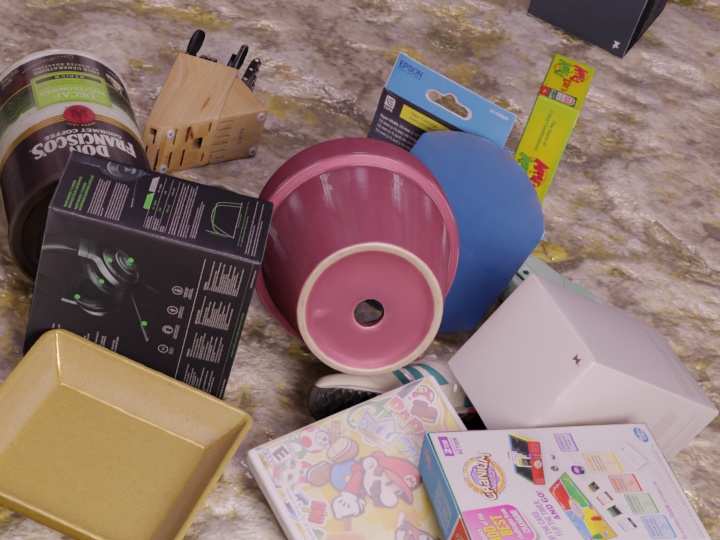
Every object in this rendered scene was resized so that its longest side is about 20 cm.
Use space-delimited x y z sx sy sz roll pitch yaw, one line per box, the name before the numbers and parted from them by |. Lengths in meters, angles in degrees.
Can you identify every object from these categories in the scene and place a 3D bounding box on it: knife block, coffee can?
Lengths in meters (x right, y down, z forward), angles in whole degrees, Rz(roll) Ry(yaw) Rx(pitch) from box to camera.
knife block | -0.190 -0.192 1.792 0.200 0.064 0.176 -15 48 -36
coffee can | -0.275 -0.097 1.566 0.146 0.147 0.200 1 40 -23

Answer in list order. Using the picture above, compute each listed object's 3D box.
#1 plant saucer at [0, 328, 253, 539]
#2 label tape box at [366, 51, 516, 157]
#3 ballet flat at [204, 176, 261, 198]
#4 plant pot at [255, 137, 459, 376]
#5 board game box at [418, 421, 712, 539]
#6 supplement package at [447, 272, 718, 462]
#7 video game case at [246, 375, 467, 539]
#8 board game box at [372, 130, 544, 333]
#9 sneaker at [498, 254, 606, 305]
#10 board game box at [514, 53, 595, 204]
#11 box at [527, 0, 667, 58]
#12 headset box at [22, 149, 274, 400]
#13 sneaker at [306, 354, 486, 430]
plant saucer | -0.216 0.154 1.355 0.200 0.049 0.200 24 38 6
label tape box | 0.078 -0.116 1.697 0.143 0.200 0.066 30 32 15
ballet flat | -0.072 -0.045 1.658 0.200 0.068 0.062 29 28 13
plant pot | 0.000 0.000 1.483 0.200 0.200 0.179 11 21 -11
board game box | 0.162 0.188 1.322 0.200 0.040 0.153 0 34 -15
supplement package | 0.201 0.105 1.477 0.200 0.121 0.120 22 28 -44
video game case | 0.029 0.199 1.360 0.182 0.023 0.200 -21 60 -20
board game box | 0.090 -0.037 1.636 0.158 0.200 0.039 38 12 11
sneaker | 0.157 0.049 1.626 0.118 0.074 0.200 36 30 12
board game box | 0.188 -0.118 1.748 0.048 0.200 0.102 22 37 4
box | 0.342 -0.399 2.249 0.148 0.107 0.200 28 38 11
headset box | -0.195 0.007 1.447 0.200 0.174 0.093 14 38 -5
sneaker | 0.041 0.118 1.504 0.199 0.070 0.093 8 31 -18
